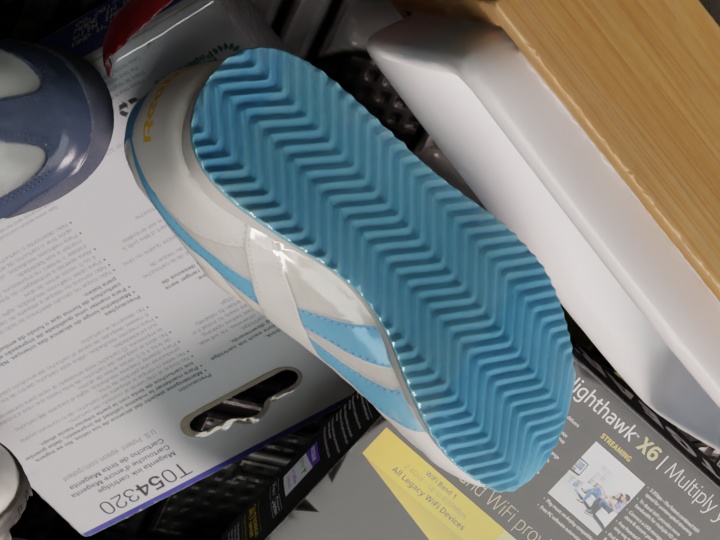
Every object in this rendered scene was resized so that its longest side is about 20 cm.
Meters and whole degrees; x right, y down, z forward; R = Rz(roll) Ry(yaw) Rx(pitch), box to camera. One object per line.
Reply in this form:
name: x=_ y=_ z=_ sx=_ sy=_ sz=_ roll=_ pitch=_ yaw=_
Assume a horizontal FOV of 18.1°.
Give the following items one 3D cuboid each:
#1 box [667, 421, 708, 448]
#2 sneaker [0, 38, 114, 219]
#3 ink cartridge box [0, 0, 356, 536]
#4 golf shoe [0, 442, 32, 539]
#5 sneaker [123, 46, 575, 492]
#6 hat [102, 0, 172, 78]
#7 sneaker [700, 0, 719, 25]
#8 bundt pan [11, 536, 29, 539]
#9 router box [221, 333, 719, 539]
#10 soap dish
box: x=0.214 y=-0.001 z=0.907 sx=0.199 sy=0.060 sz=0.117 roll=-10 pitch=131 yaw=1
sneaker: x=-0.187 y=-0.045 z=0.772 sx=0.199 sy=0.082 sz=0.071 roll=-5 pitch=91 yaw=8
ink cartridge box: x=-0.086 y=-0.003 z=0.876 sx=0.196 sy=0.043 sz=0.200 roll=-28 pitch=131 yaw=14
golf shoe: x=-0.218 y=0.051 z=0.848 sx=0.199 sy=0.078 sz=0.095 roll=18 pitch=140 yaw=-5
sneaker: x=0.000 y=0.000 z=0.799 sx=0.200 sy=0.081 sz=0.077 roll=48 pitch=67 yaw=-22
hat: x=0.009 y=-0.181 z=0.745 sx=0.199 sy=0.176 sz=0.166 roll=-27 pitch=105 yaw=-30
sneaker: x=0.182 y=-0.095 z=0.813 sx=0.088 sy=0.075 sz=0.201 roll=-34 pitch=109 yaw=-20
bundt pan: x=-0.180 y=0.198 z=0.974 sx=0.201 sy=0.076 sz=0.203 roll=8 pitch=132 yaw=10
router box: x=0.069 y=0.119 z=0.890 sx=0.200 sy=0.052 sz=0.157 roll=42 pitch=99 yaw=-13
soap dish: x=0.098 y=-0.029 z=0.767 sx=0.081 sy=0.157 sz=0.200 roll=-41 pitch=104 yaw=-4
